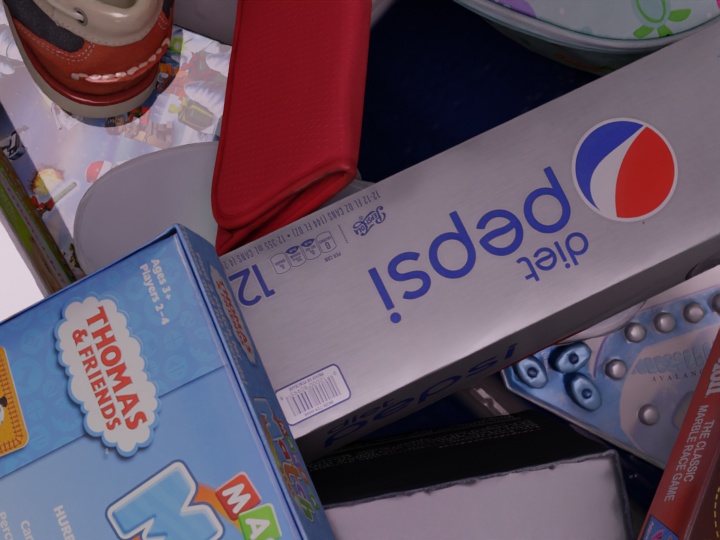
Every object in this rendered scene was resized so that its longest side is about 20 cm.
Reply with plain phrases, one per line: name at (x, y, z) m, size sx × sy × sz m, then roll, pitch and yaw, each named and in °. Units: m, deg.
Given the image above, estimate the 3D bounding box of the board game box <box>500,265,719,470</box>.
board game box at (0.182, -0.003, 0.816) m, size 0.199 × 0.026 × 0.201 m, roll 27°, pitch 88°, yaw -1°

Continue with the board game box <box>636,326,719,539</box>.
board game box at (0.121, 0.093, 0.670) m, size 0.019 × 0.200 × 0.103 m, roll -12°, pitch 123°, yaw 35°

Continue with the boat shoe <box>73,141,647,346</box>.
boat shoe at (0.000, -0.003, 0.771) m, size 0.198 × 0.068 × 0.074 m, roll -1°, pitch 78°, yaw -4°

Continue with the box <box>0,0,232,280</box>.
box at (-0.129, -0.006, 0.800) m, size 0.136 × 0.040 × 0.201 m, roll 19°, pitch 89°, yaw 0°

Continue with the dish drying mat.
dish drying mat at (-0.020, -0.098, 0.741) m, size 0.018 × 0.077 × 0.201 m, roll 26°, pitch 51°, yaw -27°

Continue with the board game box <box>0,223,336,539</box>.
board game box at (-0.105, 0.100, 0.622) m, size 0.199 × 0.037 × 0.152 m, roll -27°, pitch 72°, yaw 11°

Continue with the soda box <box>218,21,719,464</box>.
soda box at (0.050, -0.008, 0.705) m, size 0.199 × 0.068 × 0.064 m, roll -25°, pitch 79°, yaw -9°

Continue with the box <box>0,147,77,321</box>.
box at (-0.162, -0.008, 0.723) m, size 0.101 × 0.112 × 0.201 m, roll -30°, pitch 92°, yaw -1°

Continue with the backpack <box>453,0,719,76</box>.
backpack at (0.098, -0.168, 0.754) m, size 0.177 × 0.150 × 0.201 m, roll 24°, pitch 97°, yaw 21°

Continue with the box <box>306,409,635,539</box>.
box at (0.034, 0.157, 0.723) m, size 0.117 × 0.200 × 0.198 m, roll -11°, pitch 90°, yaw -2°

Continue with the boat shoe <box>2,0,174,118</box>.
boat shoe at (-0.122, -0.148, 0.767) m, size 0.071 × 0.063 × 0.201 m, roll -22°, pitch 70°, yaw -17°
